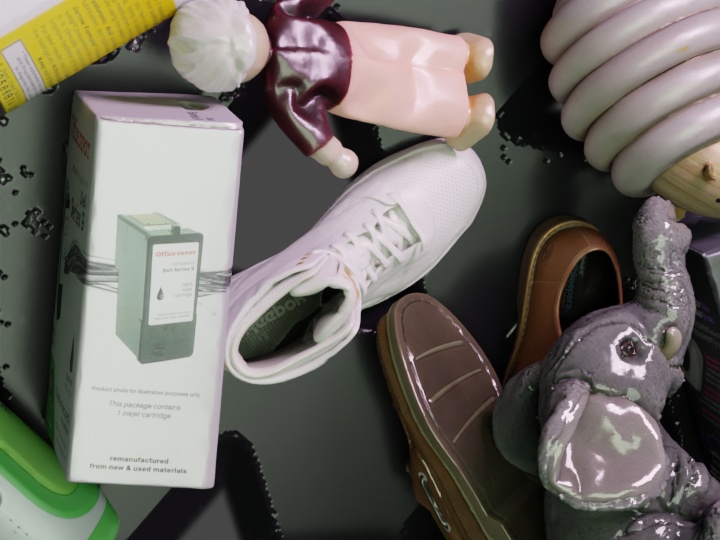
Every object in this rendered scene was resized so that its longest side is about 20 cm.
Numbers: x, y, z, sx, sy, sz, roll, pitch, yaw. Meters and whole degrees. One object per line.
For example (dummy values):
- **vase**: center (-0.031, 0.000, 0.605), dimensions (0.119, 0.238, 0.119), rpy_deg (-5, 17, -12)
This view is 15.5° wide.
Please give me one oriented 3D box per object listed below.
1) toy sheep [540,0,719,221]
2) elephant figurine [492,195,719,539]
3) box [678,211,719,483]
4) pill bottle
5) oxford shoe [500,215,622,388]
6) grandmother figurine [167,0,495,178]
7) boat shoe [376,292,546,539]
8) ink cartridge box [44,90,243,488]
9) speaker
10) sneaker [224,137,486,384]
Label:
- **toy sheep**: center (0.171, -0.118, 1.517), dimensions (0.138, 0.138, 0.200), rpy_deg (-28, 74, -6)
- **elephant figurine**: center (0.140, 0.089, 1.490), dimensions (0.155, 0.141, 0.200), rpy_deg (-40, 103, -45)
- **box**: center (0.255, 0.056, 1.566), dimensions (0.106, 0.122, 0.201), rpy_deg (-20, 104, -9)
- **pill bottle**: center (-0.156, -0.171, 1.438), dimensions (0.200, 0.111, 0.112), rpy_deg (-31, 105, -5)
- **oxford shoe**: center (0.123, 0.072, 1.567), dimensions (0.071, 0.071, 0.201), rpy_deg (-3, 102, -14)
- **grandmother figurine**: center (-0.017, -0.111, 1.472), dimensions (0.199, 0.061, 0.122), rpy_deg (10, 63, -34)
- **boat shoe**: center (0.055, 0.113, 1.555), dimensions (0.072, 0.068, 0.201), rpy_deg (-25, 87, -43)
- **ink cartridge box**: center (-0.122, 0.006, 1.461), dimensions (0.084, 0.146, 0.201), rpy_deg (4, 98, -12)
- **speaker**: center (-0.231, 0.102, 1.483), dimensions (0.088, 0.088, 0.200), rpy_deg (-46, 106, -1)
- **sneaker**: center (0.000, 0.000, 1.503), dimensions (0.200, 0.116, 0.074), rpy_deg (-37, 104, -6)
